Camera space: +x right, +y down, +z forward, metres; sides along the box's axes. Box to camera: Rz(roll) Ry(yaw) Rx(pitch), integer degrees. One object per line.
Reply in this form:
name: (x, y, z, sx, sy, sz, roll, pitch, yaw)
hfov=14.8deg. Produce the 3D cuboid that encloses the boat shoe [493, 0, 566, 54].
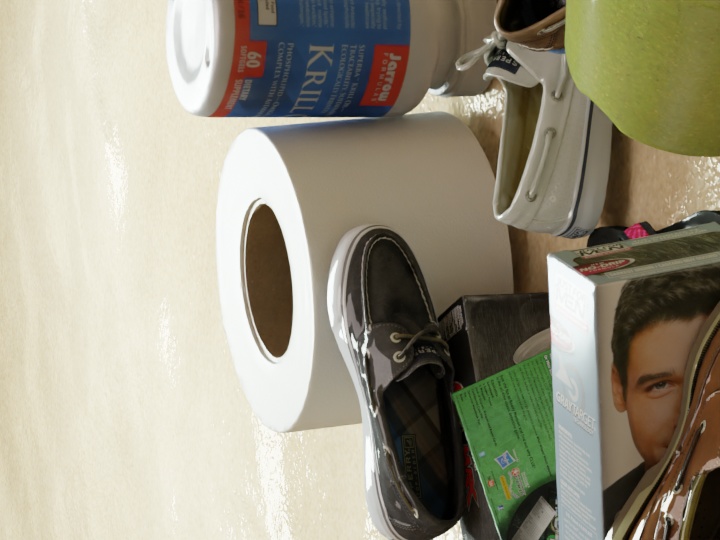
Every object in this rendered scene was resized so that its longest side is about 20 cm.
boat shoe: (0.143, -0.192, 1.491, 0.072, 0.072, 0.200, 45, 121, 20)

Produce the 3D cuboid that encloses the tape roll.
tape roll: (0.000, 0.000, 1.824, 0.203, 0.139, 0.203, 174, 90, -71)

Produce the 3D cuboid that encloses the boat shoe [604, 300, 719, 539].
boat shoe: (0.195, 0.090, 1.403, 0.200, 0.072, 0.068, -67, 26, 9)

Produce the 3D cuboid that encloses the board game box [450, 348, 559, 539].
board game box: (0.127, 0.133, 1.590, 0.023, 0.105, 0.200, 49, -160, -52)

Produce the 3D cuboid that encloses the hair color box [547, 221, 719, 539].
hair color box: (0.158, 0.084, 1.459, 0.061, 0.099, 0.200, -141, 43, -63)

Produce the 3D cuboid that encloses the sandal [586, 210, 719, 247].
sandal: (0.161, 0.005, 1.557, 0.200, 0.045, 0.075, 178, 92, -69)

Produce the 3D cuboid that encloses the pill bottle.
pill bottle: (-0.016, -0.154, 1.787, 0.112, 0.200, 0.112, 178, 90, -69)

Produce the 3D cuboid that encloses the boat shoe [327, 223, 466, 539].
boat shoe: (0.028, 0.066, 1.680, 0.066, 0.070, 0.200, -21, 71, 60)

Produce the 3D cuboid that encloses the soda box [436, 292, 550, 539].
soda box: (0.097, 0.116, 1.693, 0.063, 0.071, 0.200, 132, 133, -62)

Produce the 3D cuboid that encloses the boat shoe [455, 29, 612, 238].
boat shoe: (0.101, -0.123, 1.634, 0.075, 0.086, 0.202, -177, 92, -69)

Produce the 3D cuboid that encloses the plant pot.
plant pot: (0.177, -0.160, 1.346, 0.184, 0.200, 0.201, 100, 158, -56)
